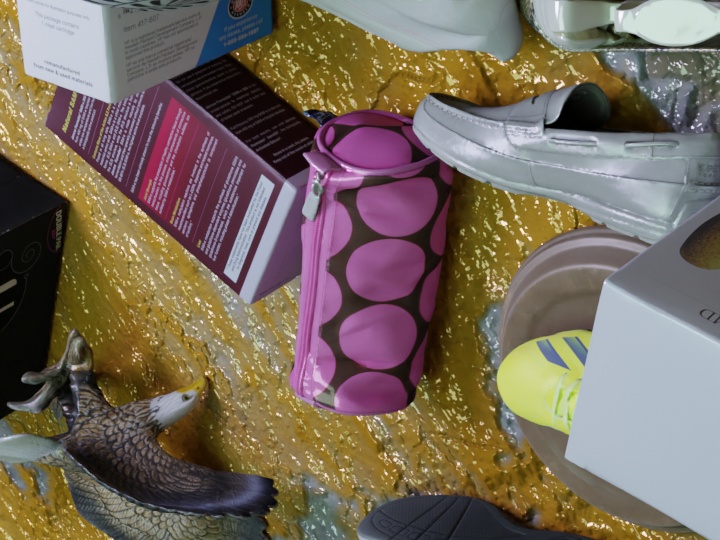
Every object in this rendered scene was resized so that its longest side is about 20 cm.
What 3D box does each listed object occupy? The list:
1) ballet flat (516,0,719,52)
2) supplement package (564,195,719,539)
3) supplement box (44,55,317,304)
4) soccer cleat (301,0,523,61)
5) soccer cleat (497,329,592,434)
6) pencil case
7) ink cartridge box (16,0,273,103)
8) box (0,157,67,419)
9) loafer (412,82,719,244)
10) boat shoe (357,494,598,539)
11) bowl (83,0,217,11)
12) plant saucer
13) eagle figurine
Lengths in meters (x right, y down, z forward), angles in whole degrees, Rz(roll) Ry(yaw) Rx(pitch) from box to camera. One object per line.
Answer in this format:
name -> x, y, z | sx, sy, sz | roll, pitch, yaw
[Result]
ballet flat -> 0.145, -0.139, 1.011 | 0.200, 0.075, 0.068 | 8, 119, 40
supplement package -> 0.206, 0.033, 0.960 | 0.114, 0.200, 0.110 | 29, 130, 27
supplement box -> -0.110, -0.084, 1.285 | 0.200, 0.061, 0.109 | 41, 133, 17
soccer cleat -> 0.008, -0.164, 1.131 | 0.200, 0.069, 0.078 | 24, 158, 41
soccer cleat -> 0.151, 0.084, 1.084 | 0.200, 0.084, 0.065 | 16, 124, 36
pencil case -> 0.000, 0.000, 1.209 | 0.091, 0.094, 0.200 | 29, 130, 34
ink cartridge box -> -0.131, -0.221, 1.165 | 0.084, 0.146, 0.200 | 20, 124, 36
box -> -0.323, 0.023, 1.475 | 0.124, 0.148, 0.200 | 33, 132, 23
loafer -> 0.115, -0.072, 1.089 | 0.200, 0.070, 0.070 | 21, 108, 34
boat shoe -> 0.087, 0.196, 1.258 | 0.202, 0.074, 0.065 | 10, 118, 30
bowl -> -0.129, -0.214, 1.019 | 0.200, 0.094, 0.201 | 6, 119, 11
plant saucer -> 0.159, 0.070, 1.151 | 0.200, 0.029, 0.200 | 21, 127, 32
eagle figurine -> -0.157, 0.138, 1.410 | 0.151, 0.152, 0.200 | -44, 75, 26
